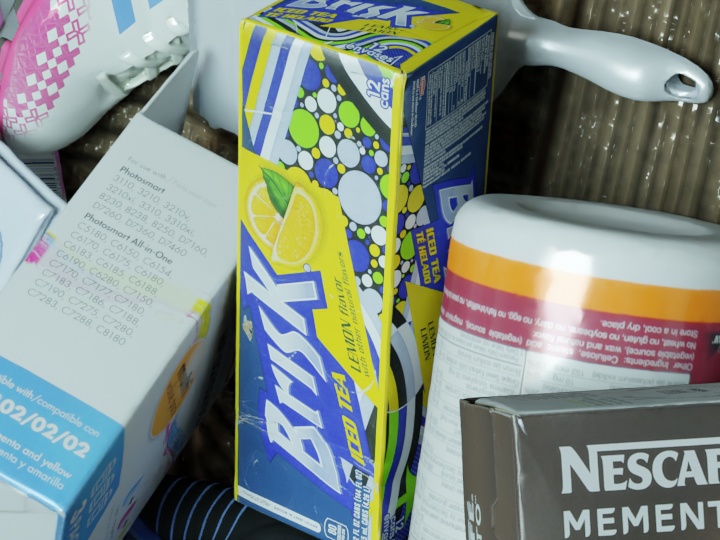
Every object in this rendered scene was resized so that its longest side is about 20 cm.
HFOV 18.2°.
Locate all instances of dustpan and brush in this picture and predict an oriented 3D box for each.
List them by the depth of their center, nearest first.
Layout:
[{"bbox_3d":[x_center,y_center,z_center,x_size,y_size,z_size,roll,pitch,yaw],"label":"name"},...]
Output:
[{"bbox_3d":[0.030,-0.088,0.820,0.199,0.057,0.140,25,133,29],"label":"dustpan and brush"}]

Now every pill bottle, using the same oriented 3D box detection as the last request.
[{"bbox_3d":[0.072,0.080,0.770,0.109,0.109,0.201,13,100,34],"label":"pill bottle"}]

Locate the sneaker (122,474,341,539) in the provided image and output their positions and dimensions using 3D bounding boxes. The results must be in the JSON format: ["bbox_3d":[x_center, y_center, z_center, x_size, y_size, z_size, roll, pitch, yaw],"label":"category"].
[{"bbox_3d":[-0.057,0.119,0.894,0.200,0.078,0.071,17,105,55],"label":"sneaker"}]

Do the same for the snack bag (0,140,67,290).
[{"bbox_3d":[-0.221,0.004,0.943,0.188,0.021,0.201,39,111,26],"label":"snack bag"}]

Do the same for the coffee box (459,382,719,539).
[{"bbox_3d":[0.135,0.089,0.677,0.199,0.080,0.114,-2,91,-8],"label":"coffee box"}]

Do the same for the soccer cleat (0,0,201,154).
[{"bbox_3d":[-0.078,-0.111,0.892,0.086,0.070,0.200,39,119,11],"label":"soccer cleat"}]

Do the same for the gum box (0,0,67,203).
[{"bbox_3d":[-0.188,-0.015,0.974,0.113,0.066,0.201,-15,84,34],"label":"gum box"}]

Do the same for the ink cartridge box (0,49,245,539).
[{"bbox_3d":[-0.089,0.027,0.837,0.068,0.200,0.115,28,145,7],"label":"ink cartridge box"}]

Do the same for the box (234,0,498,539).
[{"bbox_3d":[0.000,0.000,0.803,0.070,0.064,0.201,21,125,29],"label":"box"}]
